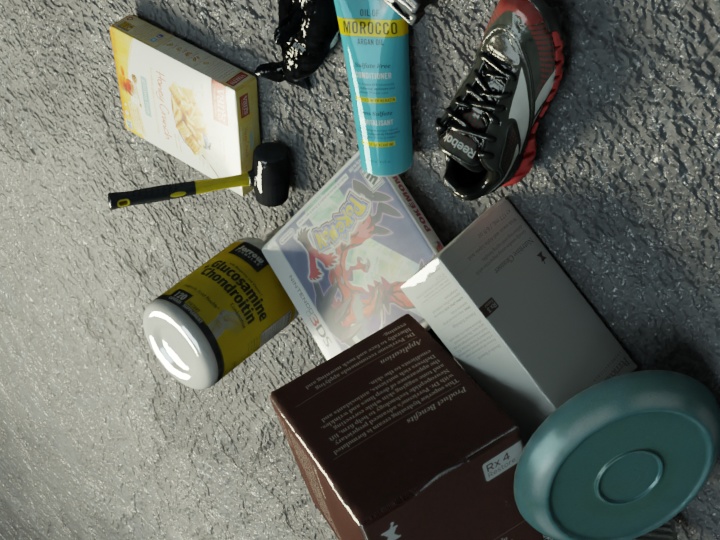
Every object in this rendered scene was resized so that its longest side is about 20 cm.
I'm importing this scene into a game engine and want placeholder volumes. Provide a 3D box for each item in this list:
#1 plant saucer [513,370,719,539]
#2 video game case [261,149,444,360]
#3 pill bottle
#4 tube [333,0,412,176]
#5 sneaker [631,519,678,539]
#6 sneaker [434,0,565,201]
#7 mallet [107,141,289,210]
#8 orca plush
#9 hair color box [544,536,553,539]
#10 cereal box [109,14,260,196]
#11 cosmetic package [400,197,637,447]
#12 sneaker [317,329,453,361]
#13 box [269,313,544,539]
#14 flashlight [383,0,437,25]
[{"bbox_3d":[0.231,0.174,1.051,0.028,0.198,0.202,-113,12,-53],"label":"plant saucer"},{"bbox_3d":[0.000,0.000,1.224,0.200,0.023,0.183,-41,76,39],"label":"video game case"},{"bbox_3d":[-0.135,0.033,1.330,0.111,0.200,0.113,29,140,28],"label":"pill bottle"},{"bbox_3d":[0.016,-0.186,1.097,0.076,0.051,0.202,2,124,13],"label":"tube"},{"bbox_3d":[0.226,0.227,1.196,0.201,0.075,0.105,51,142,14],"label":"sneaker"},{"bbox_3d":[0.111,-0.136,0.985,0.071,0.098,0.202,36,142,24],"label":"sneaker"},{"bbox_3d":[-0.169,-0.098,1.276,0.041,0.197,0.066,-117,29,-46],"label":"mallet"},{"bbox_3d":[-0.067,-0.235,1.123,0.105,0.071,0.200,50,146,3],"label":"orca plush"},{"bbox_3d":[0.099,0.261,1.246,0.061,0.198,0.101,103,149,-49],"label":"hair color box"},{"bbox_3d":[-0.194,-0.185,1.344,0.199,0.039,0.145,30,140,29],"label":"cereal box"},{"bbox_3d":[0.145,0.052,1.102,0.200,0.113,0.081,49,146,1],"label":"cosmetic package"},{"bbox_3d":[0.025,0.095,1.315,0.198,0.076,0.115,25,145,31],"label":"sneaker"},{"bbox_3d":[0.042,0.184,1.120,0.200,0.165,0.165,47,160,49],"label":"box"},{"bbox_3d":[-0.006,-0.302,1.005,0.200,0.068,0.068,43,170,7],"label":"flashlight"}]
